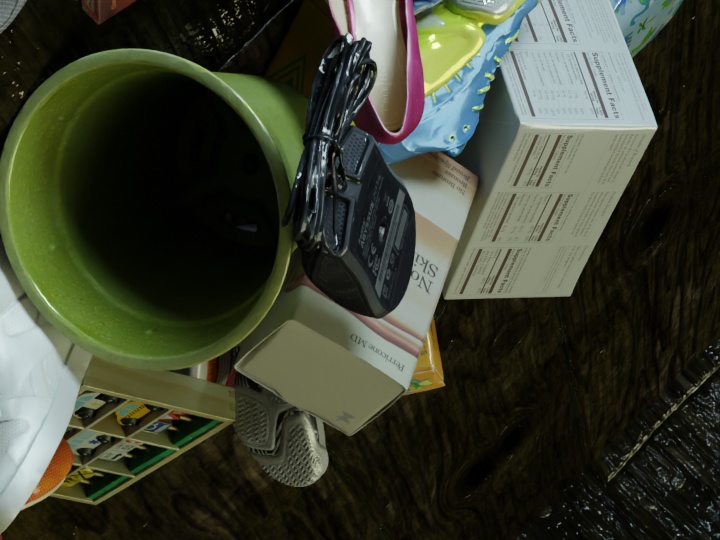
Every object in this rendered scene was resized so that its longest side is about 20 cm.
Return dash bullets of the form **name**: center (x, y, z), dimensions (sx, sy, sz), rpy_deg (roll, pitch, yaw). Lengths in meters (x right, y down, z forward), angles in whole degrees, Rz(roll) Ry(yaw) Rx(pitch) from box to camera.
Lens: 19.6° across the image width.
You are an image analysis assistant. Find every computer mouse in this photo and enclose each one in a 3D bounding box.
- **computer mouse**: center (-0.013, -0.041, 1.261), dimensions (0.200, 0.053, 0.139), rpy_deg (63, 38, -60)

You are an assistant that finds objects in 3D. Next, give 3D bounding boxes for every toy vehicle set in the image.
- **toy vehicle set**: center (-0.196, 0.118, 1.510), dimensions (0.124, 0.027, 0.200), rpy_deg (16, 148, -33)

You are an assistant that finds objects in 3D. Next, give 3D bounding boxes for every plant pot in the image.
- **plant pot**: center (-0.103, -0.057, 1.356), dimensions (0.200, 0.200, 0.190), rpy_deg (-54, 172, 23)

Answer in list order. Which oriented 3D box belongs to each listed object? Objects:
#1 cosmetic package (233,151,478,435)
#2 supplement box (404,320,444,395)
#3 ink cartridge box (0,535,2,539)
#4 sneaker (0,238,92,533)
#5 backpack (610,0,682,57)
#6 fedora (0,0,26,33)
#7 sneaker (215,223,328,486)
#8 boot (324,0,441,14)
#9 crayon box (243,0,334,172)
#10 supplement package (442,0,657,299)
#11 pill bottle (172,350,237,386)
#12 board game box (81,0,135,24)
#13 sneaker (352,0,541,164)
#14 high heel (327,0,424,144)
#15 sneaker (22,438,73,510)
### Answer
- **cosmetic package**: center (0.000, 0.000, 1.465), dimensions (0.087, 0.103, 0.200), rpy_deg (-41, -156, 49)
- **supplement box**: center (0.017, -0.003, 1.657), dimensions (0.069, 0.201, 0.067), rpy_deg (-14, 163, 7)
- **ink cartridge box**: center (-0.347, 0.229, 1.443), dimensions (0.144, 0.085, 0.200), rpy_deg (-18, 165, 11)
- **sneaker**: center (-0.237, 0.065, 1.308), dimensions (0.074, 0.115, 0.200), rpy_deg (-42, -156, 39)
- **backpack**: center (0.195, -0.237, 1.684), dimensions (0.200, 0.154, 0.163), rpy_deg (-25, 161, -20)
- **fedora**: center (-0.223, -0.156, 1.002), dimensions (0.200, 0.090, 0.177), rpy_deg (-14, 143, -57)
- **sneaker**: center (-0.049, 0.050, 1.526), dimensions (0.075, 0.200, 0.115), rpy_deg (-15, -172, 41)
- **boot**: center (0.052, -0.234, 1.419), dimensions (0.200, 0.096, 0.074), rpy_deg (-40, 160, -18)
- **crayon box**: center (-0.015, -0.142, 1.533), dimensions (0.126, 0.052, 0.200), rpy_deg (-20, 149, -51)
- **supplement package**: center (0.121, -0.100, 1.571), dimensions (0.111, 0.156, 0.200), rpy_deg (0, 142, -19)
- **pill bottle**: center (-0.107, 0.040, 1.611), dimensions (0.200, 0.114, 0.114), rpy_deg (-20, 148, -52)
- **board game box**: center (-0.117, -0.231, 1.186), dimensions (0.103, 0.019, 0.200), rpy_deg (-36, 159, -23)
- **sneaker**: center (0.066, -0.147, 1.457), dimensions (0.200, 0.076, 0.105), rpy_deg (-32, 126, -9)
- **high heel**: center (0.003, -0.180, 1.306), dimensions (0.067, 0.201, 0.096), rpy_deg (-5, -167, -6)
- **sneaker**: center (-0.277, 0.120, 1.396), dimensions (0.200, 0.073, 0.077), rpy_deg (4, 130, -38)
